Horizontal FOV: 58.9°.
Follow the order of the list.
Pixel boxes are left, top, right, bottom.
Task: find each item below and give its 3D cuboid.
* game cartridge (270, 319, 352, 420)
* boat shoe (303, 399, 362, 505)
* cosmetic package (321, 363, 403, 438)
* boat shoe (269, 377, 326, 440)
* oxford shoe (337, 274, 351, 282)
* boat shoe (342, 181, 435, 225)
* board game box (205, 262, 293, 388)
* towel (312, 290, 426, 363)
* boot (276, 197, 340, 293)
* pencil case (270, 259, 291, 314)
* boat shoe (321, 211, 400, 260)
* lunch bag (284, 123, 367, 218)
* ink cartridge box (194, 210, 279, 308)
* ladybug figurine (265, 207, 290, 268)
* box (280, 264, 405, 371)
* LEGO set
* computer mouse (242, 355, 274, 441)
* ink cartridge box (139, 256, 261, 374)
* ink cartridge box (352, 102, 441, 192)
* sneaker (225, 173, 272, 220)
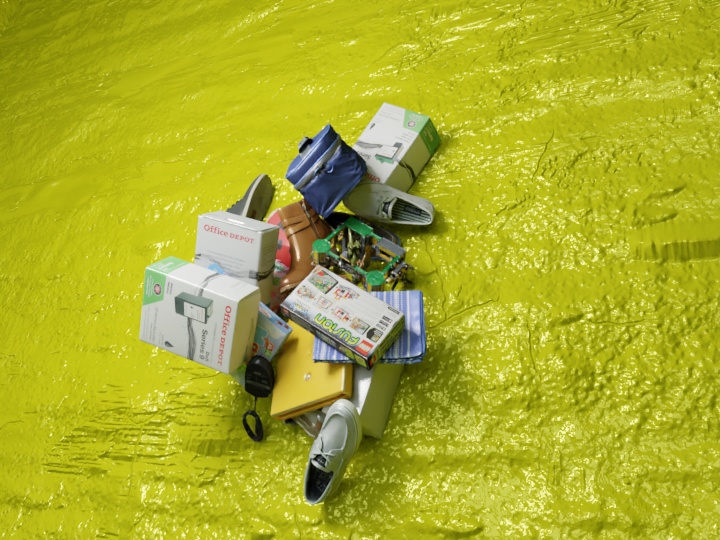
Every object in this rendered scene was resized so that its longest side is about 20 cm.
[{"bbox_3d":[-0.082,0.155,1.162,0.173,0.032,0.204,-24,44,31],"label":"game cartridge"},{"bbox_3d":[-0.051,0.313,1.070,0.069,0.071,0.205,26,118,20],"label":"boat shoe"},{"bbox_3d":[0.016,0.185,1.155,0.083,0.108,0.204,8,64,31],"label":"cosmetic package"},{"bbox_3d":[-0.134,0.257,1.212,0.197,0.075,0.070,15,74,40],"label":"boat shoe"},{"bbox_3d":[-0.031,0.045,1.289,0.197,0.072,0.072,20,67,36],"label":"oxford shoe"},{"bbox_3d":[0.058,-0.135,1.291,0.194,0.076,0.067,7,17,0],"label":"boat shoe"},{"bbox_3d":[-0.243,0.110,1.214,0.198,0.037,0.153,38,112,7],"label":"board game box"},{"bbox_3d":[0.016,0.095,1.109,0.194,0.024,0.148,-2,52,5],"label":"towel"},{"bbox_3d":[-0.125,-0.055,1.285,0.076,0.158,0.199,-17,14,43],"label":"boot"},{"bbox_3d":[-0.215,0.074,1.358,0.086,0.088,0.202,28,76,37],"label":"pencil case"},{"bbox_3d":[-0.007,-0.077,1.345,0.196,0.073,0.074,16,70,34],"label":"boat shoe"},{"bbox_3d":[-0.075,-0.206,1.269,0.136,0.132,0.200,-45,13,10],"label":"lunch bag"},{"bbox_3d":[-0.248,0.000,1.256,0.141,0.084,0.206,14,106,16],"label":"ink cartridge box"},{"bbox_3d":[-0.151,-0.076,1.421,0.136,0.072,0.199,-47,52,-5],"label":"ladybug figurine"},{"bbox_3d":[-0.031,0.076,1.098,0.197,0.035,0.110,29,60,28],"label":"box"},{"bbox_3d":[0.000,0.000,1.254,0.196,0.118,0.155,23,49,18],"label":"LEGO set"},{"bbox_3d":[-0.192,0.240,1.204,0.057,0.205,0.034,16,31,9],"label":"computer mouse"},{"bbox_3d":[-0.292,0.079,1.158,0.195,0.084,0.150,17,109,15],"label":"ink cartridge box"},{"bbox_3d":[0.061,-0.251,1.405,0.144,0.085,0.202,26,76,37],"label":"ink cartridge box"},{"bbox_3d":[-0.291,-0.149,1.537,0.104,0.075,0.204,11,68,30],"label":"sneaker"}]
